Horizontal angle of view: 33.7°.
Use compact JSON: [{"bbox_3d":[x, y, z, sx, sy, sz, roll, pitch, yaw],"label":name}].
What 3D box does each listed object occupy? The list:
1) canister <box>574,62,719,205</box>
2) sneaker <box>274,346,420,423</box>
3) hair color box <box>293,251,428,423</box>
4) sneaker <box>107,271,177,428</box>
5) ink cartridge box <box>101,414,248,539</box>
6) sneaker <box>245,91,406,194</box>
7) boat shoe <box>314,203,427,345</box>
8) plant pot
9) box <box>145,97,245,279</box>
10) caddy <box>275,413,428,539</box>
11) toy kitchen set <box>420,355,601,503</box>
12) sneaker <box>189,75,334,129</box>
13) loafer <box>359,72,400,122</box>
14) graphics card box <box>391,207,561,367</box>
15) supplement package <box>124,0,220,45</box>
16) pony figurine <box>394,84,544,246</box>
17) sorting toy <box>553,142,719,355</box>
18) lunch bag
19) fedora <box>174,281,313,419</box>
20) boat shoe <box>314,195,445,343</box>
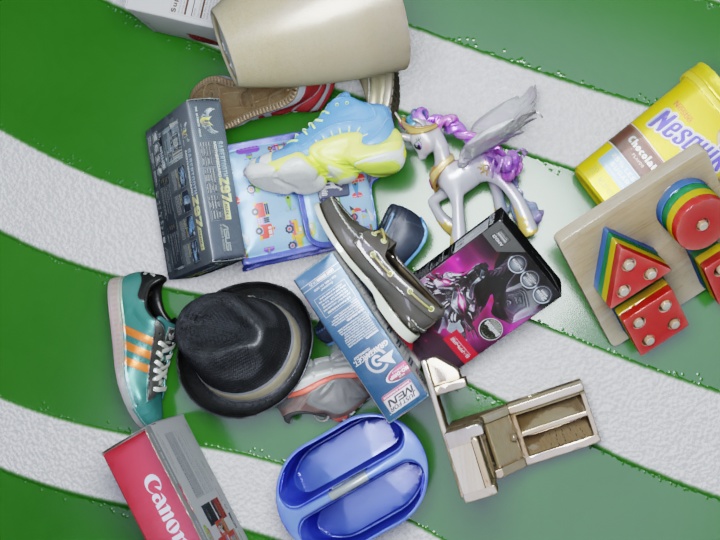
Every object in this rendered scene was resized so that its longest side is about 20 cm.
[{"bbox_3d":[0.381,-0.132,1.457,0.199,0.087,0.149,-39,84,5],"label":"canister"},{"bbox_3d":[-0.016,0.148,1.512,0.197,0.077,0.083,-11,113,7],"label":"sneaker"},{"bbox_3d":[0.003,0.076,1.407,0.060,0.100,0.201,-34,88,5],"label":"hair color box"},{"bbox_3d":[-0.272,0.100,1.534,0.079,0.071,0.203,-12,85,11],"label":"sneaker"},{"bbox_3d":[-0.229,0.290,1.467,0.083,0.176,0.202,-29,84,5],"label":"ink cartridge box"},{"bbox_3d":[-0.045,-0.157,1.456,0.197,0.076,0.107,-6,69,1],"label":"sneaker"},{"bbox_3d":[0.000,0.000,1.496,0.068,0.084,0.201,36,94,-20],"label":"boat shoe"},{"bbox_3d":[-0.067,-0.291,1.380,0.197,0.187,0.190,-21,85,-9],"label":"plant pot"},{"bbox_3d":[-0.210,-0.099,1.496,0.050,0.157,0.203,-8,85,-29],"label":"box"},{"bbox_3d":[-0.008,0.263,1.475,0.198,0.105,0.143,-31,83,5],"label":"caddy"},{"bbox_3d":[0.180,0.158,1.409,0.178,0.200,0.166,-19,86,6],"label":"toy kitchen set"},{"bbox_3d":[-0.123,-0.228,1.539,0.198,0.112,0.072,-5,98,38],"label":"sneaker"},{"bbox_3d":[0.014,-0.270,1.518,0.067,0.076,0.203,-1,78,8],"label":"loafer"},{"bbox_3d":[0.133,0.032,1.454,0.199,0.051,0.126,-37,102,20],"label":"graphics card box"},{"bbox_3d":[-0.180,-0.356,1.519,0.197,0.121,0.122,14,89,8],"label":"supplement package"},{"bbox_3d":[0.148,-0.131,1.466,0.191,0.167,0.202,-21,100,13],"label":"pony figurine"},{"bbox_3d":[0.357,-0.012,1.401,0.199,0.070,0.199,-33,128,5],"label":"sorting toy"},{"bbox_3d":[-0.070,-0.097,1.522,0.197,0.094,0.153,-13,86,-7],"label":"lunch bag"},{"bbox_3d":[-0.161,0.086,1.475,0.198,0.092,0.204,-11,64,23],"label":"fedora"},{"bbox_3d":[0.022,-0.012,1.414,0.060,0.072,0.202,-38,87,13],"label":"boat shoe"}]
